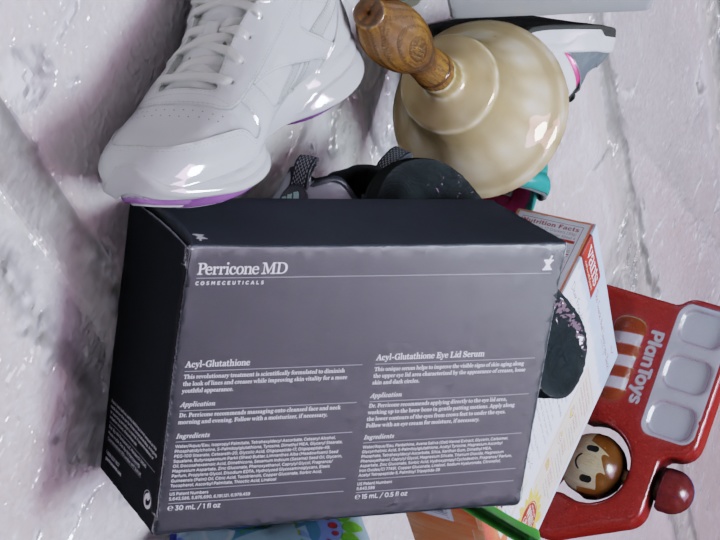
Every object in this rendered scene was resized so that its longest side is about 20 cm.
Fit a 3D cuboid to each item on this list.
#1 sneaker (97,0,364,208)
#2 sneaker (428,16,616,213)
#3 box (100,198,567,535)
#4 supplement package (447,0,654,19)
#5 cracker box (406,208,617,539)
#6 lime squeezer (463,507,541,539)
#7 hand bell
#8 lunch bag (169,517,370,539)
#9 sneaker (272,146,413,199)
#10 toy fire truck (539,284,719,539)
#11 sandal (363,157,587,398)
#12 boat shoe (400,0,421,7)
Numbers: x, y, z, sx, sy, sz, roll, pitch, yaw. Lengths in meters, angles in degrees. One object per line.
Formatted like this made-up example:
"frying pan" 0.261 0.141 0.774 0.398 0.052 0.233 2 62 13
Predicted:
"sneaker" -0.065 -0.095 0.860 0.200 0.075 0.100 -51 137 -53
"sneaker" 0.100 -0.096 1.195 0.200 0.084 0.121 -17 115 -55
"box" -0.013 0.041 0.913 0.200 0.079 0.141 0 112 -28
"supplement package" 0.099 -0.200 0.988 0.200 0.117 0.117 -12 99 -86
"cracker box" 0.091 0.080 1.153 0.200 0.058 0.134 -60 150 -32
"lime squeezer" -0.003 0.107 1.023 0.071 0.200 0.038 -85 -166 -48
"hand bell" 0.038 -0.106 0.992 0.200 0.104 0.104 25 81 -70
"lunch bag" -0.033 0.249 0.992 0.170 0.127 0.200 -115 -152 -51
"sneaker" 0.000 0.000 1.042 0.140 0.078 0.200 -68 157 -12
"toy fire truck" 0.175 0.104 1.395 0.200 0.168 0.112 -70 157 -10
"sandal" 0.075 0.001 1.030 0.200 0.048 0.075 39 59 -40
"boat shoe" 0.001 -0.207 0.925 0.063 0.071 0.200 -66 153 -26
